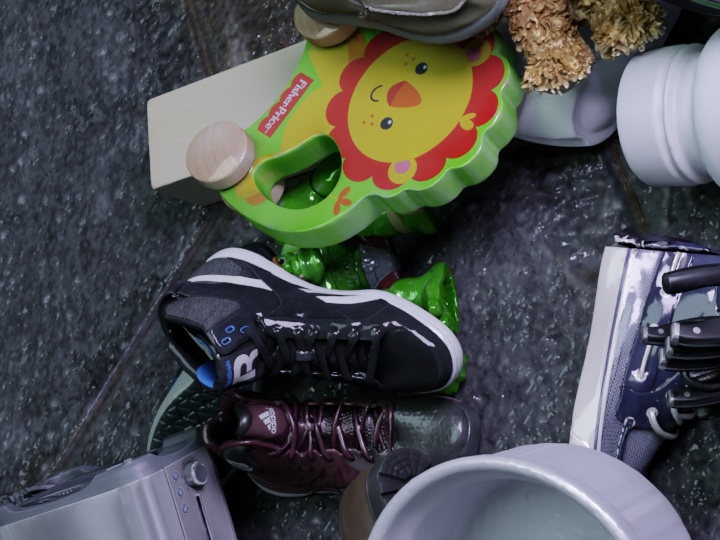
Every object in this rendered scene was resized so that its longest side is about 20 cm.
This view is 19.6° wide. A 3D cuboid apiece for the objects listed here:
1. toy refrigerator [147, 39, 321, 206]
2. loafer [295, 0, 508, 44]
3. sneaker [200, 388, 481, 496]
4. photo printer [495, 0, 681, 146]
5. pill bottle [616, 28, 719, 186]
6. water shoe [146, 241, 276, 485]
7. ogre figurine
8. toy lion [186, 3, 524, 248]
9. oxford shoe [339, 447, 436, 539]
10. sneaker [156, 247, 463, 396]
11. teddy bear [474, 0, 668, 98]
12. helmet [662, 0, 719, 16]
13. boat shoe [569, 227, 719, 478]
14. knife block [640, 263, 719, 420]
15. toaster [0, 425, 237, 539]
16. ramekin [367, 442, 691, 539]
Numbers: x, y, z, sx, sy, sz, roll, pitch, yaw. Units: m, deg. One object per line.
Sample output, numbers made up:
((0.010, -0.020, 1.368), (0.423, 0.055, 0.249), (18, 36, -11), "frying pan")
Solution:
((-0.063, -0.114, 1.572), (0.200, 0.070, 0.076), (-17, 69, 33), "toy refrigerator")
((0.016, -0.193, 1.352), (0.200, 0.070, 0.075), (4, 74, 43), "loafer")
((-0.025, 0.115, 1.413), (0.200, 0.116, 0.076), (-12, 65, 35), "sneaker")
((0.140, -0.187, 1.437), (0.166, 0.069, 0.200), (28, 91, 43), "photo printer")
((0.264, -0.100, 1.272), (0.200, 0.114, 0.114), (-2, 71, 39), "pill bottle")
((-0.098, 0.076, 1.529), (0.071, 0.079, 0.200), (22, 108, 0), "water shoe")
((0.000, 0.000, 1.460), (0.120, 0.098, 0.200), (-19, 92, 18), "ogre figurine")
((0.007, -0.097, 1.413), (0.192, 0.069, 0.200), (34, 85, 37), "toy lion")
((0.033, 0.224, 1.358), (0.084, 0.073, 0.200), (-34, 60, 46), "oxford shoe")
((-0.042, 0.056, 1.372), (0.200, 0.112, 0.073), (18, 124, 23), "sneaker")
((0.123, -0.200, 1.356), (0.145, 0.067, 0.200), (-19, 58, 26), "teddy bear")
((0.230, -0.243, 1.235), (0.191, 0.200, 0.200), (11, 74, -4), "helmet")
((0.189, 0.074, 1.290), (0.093, 0.075, 0.200), (5, 85, 27), "boat shoe")
((0.264, 0.018, 1.181), (0.200, 0.176, 0.064), (-33, 55, 24), "knife block")
((-0.176, 0.201, 1.478), (0.200, 0.114, 0.129), (-20, 92, 29), "toaster")
((0.107, 0.198, 1.242), (0.200, 0.098, 0.201), (7, 103, 31), "ramekin")
